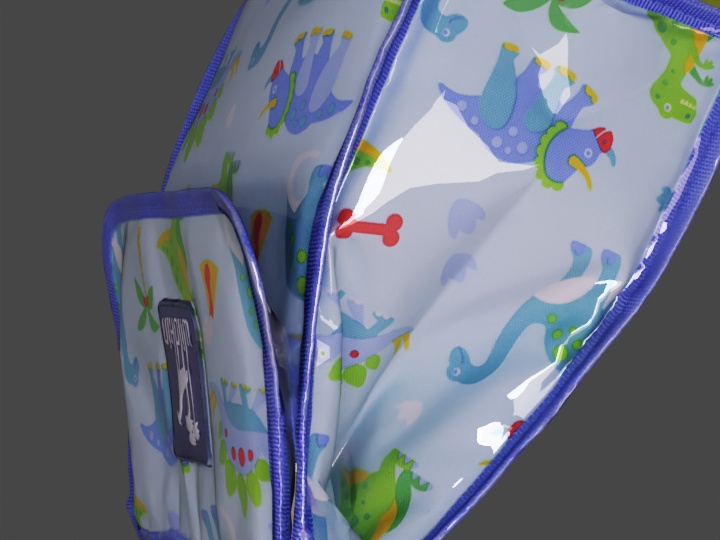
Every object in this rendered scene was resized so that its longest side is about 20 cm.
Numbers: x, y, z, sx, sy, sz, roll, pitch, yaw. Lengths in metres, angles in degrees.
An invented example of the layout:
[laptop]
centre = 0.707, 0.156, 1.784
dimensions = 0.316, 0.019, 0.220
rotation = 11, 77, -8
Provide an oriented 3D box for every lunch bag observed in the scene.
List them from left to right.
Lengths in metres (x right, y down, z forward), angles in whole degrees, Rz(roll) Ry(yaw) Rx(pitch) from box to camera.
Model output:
[lunch bag]
centre = 0.000, 0.000, 0.841
dimensions = 0.127, 0.170, 0.200
rotation = 25, 83, -17
